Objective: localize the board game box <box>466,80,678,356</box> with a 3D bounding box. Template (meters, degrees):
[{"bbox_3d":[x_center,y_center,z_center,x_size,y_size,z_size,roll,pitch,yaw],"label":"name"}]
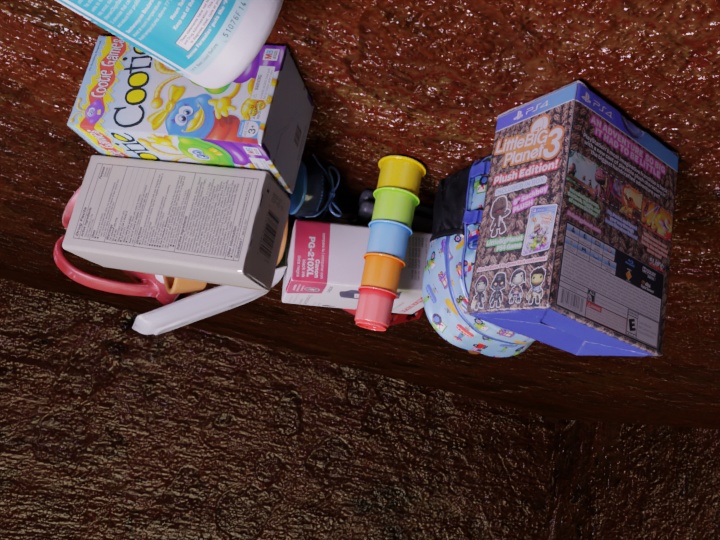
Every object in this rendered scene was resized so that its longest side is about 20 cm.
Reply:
[{"bbox_3d":[0.200,-0.037,0.564,0.158,0.202,0.097,21,163,-30],"label":"board game box"}]

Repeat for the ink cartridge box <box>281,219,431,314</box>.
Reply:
[{"bbox_3d":[0.000,0.000,0.824,0.198,0.085,0.145,5,165,-11],"label":"ink cartridge box"}]

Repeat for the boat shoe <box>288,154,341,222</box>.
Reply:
[{"bbox_3d":[-0.059,-0.104,0.796,0.068,0.085,0.200,7,-178,-10],"label":"boat shoe"}]

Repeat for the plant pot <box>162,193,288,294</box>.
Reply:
[{"bbox_3d":[-0.179,-0.072,0.793,0.139,0.202,0.200,-1,171,-25],"label":"plant pot"}]

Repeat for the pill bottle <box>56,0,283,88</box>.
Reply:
[{"bbox_3d":[-0.153,-0.212,0.385,0.199,0.112,0.110,24,160,-39],"label":"pill bottle"}]

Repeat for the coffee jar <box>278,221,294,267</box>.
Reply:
[{"bbox_3d":[-0.166,-0.060,0.980,0.199,0.086,0.104,25,167,-41],"label":"coffee jar"}]

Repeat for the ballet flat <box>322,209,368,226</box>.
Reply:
[{"bbox_3d":[-0.002,-0.059,0.895,0.198,0.074,0.073,5,165,1],"label":"ballet flat"}]

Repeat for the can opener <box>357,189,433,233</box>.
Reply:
[{"bbox_3d":[0.088,-0.055,0.841,0.198,0.053,0.067,18,129,-13],"label":"can opener"}]

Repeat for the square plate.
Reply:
[{"bbox_3d":[-0.212,0.048,0.843,0.197,0.029,0.200,-19,179,-24],"label":"square plate"}]

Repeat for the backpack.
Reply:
[{"bbox_3d":[0.166,-0.007,0.698,0.181,0.202,0.134,18,164,-17],"label":"backpack"}]

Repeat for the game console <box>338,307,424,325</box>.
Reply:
[{"bbox_3d":[0.002,0.040,1.005,0.176,0.031,0.200,26,-170,23],"label":"game console"}]

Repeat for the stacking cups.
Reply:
[{"bbox_3d":[0.028,-0.033,0.710,0.060,0.202,0.061,13,164,4],"label":"stacking cups"}]

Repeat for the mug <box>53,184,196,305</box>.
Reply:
[{"bbox_3d":[-0.331,-0.030,0.902,0.200,0.178,0.133,41,168,-1],"label":"mug"}]

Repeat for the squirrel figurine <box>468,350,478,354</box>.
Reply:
[{"bbox_3d":[0.297,0.073,1.016,0.185,0.143,0.200,7,168,-6],"label":"squirrel figurine"}]

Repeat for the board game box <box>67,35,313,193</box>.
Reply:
[{"bbox_3d":[-0.162,-0.155,0.605,0.198,0.106,0.103,8,164,13],"label":"board game box"}]

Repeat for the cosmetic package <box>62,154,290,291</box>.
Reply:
[{"bbox_3d":[-0.181,-0.048,0.608,0.198,0.105,0.073,8,166,17],"label":"cosmetic package"}]
